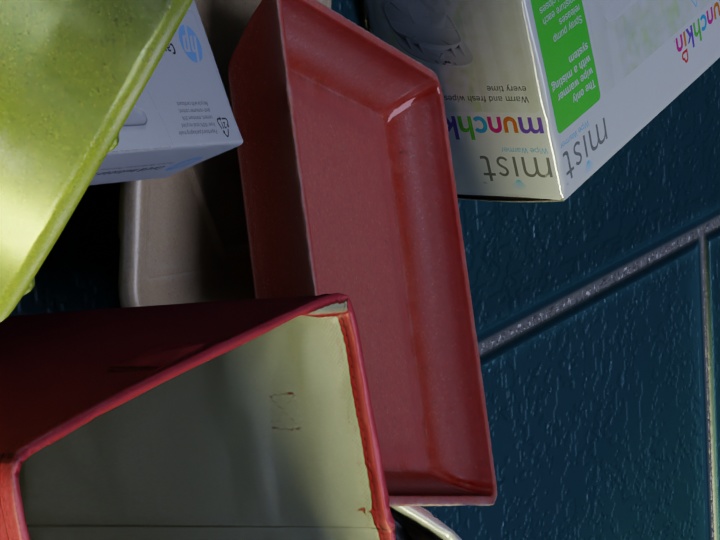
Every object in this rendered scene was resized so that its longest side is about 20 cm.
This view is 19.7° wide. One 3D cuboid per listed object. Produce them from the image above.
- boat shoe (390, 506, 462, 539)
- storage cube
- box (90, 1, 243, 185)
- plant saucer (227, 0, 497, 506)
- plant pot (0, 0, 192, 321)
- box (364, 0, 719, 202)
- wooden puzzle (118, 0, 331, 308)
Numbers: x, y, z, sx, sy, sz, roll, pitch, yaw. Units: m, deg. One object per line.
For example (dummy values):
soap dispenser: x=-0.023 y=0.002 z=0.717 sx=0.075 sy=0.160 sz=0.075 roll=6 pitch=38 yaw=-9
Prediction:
boat shoe: x=-0.042 y=0.092 z=0.845 sx=0.199 sy=0.065 sz=0.074 roll=20 pitch=65 yaw=-31
storage cube: x=-0.106 y=0.113 z=0.687 sx=0.200 sy=0.179 sz=0.172 roll=-26 pitch=108 yaw=-53
box: x=-0.121 y=-0.127 z=0.688 sx=0.156 sy=0.041 sz=0.201 roll=-12 pitch=81 yaw=-64
plant saucer: x=0.000 y=0.000 z=0.861 sx=0.200 sy=0.036 sz=0.201 roll=15 pitch=66 yaw=-68
plant pot: x=-0.143 y=-0.086 z=0.527 sx=0.192 sy=0.200 sz=0.201 roll=30 pitch=65 yaw=-10
box: x=0.090 y=-0.154 z=1.017 sx=0.200 sy=0.096 sz=0.177 roll=-39 pitch=124 yaw=-45
wooden puzzle: x=-0.057 y=-0.077 z=0.849 sx=0.185 sy=0.037 sz=0.201 roll=-12 pitch=101 yaw=-69
